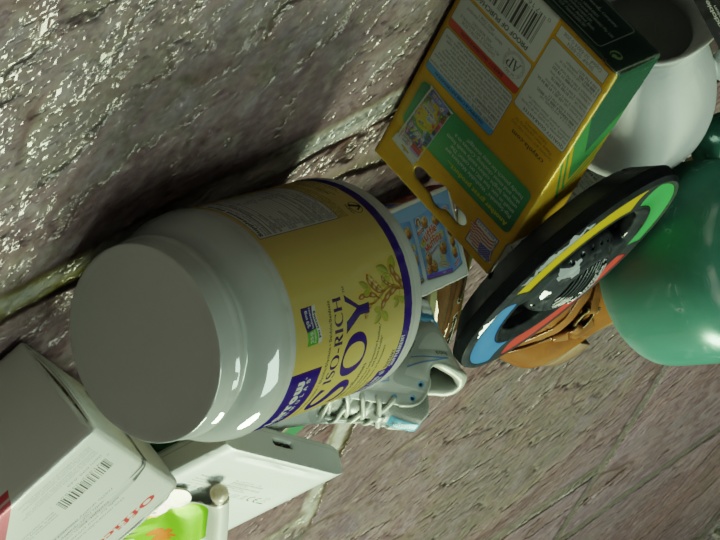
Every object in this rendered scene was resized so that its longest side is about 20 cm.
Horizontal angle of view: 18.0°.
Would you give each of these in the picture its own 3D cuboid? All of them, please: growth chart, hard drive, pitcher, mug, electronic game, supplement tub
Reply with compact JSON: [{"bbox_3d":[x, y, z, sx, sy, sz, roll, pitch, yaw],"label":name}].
[{"bbox_3d":[-0.186,0.201,1.641,0.199,0.018,0.145,-14,154,-2],"label":"growth chart"},{"bbox_3d":[-0.130,0.166,1.647,0.200,0.026,0.132,-28,151,29],"label":"hard drive"},{"bbox_3d":[0.223,-0.148,1.624,0.171,0.122,0.200,-8,158,-3],"label":"pitcher"},{"bbox_3d":[0.266,-0.023,1.694,0.152,0.186,0.114,-12,-177,-39],"label":"mug"},{"bbox_3d":[0.143,-0.002,1.577,0.200,0.042,0.200,-39,166,-11],"label":"electronic game"},{"bbox_3d":[-0.070,0.025,1.425,0.200,0.145,0.146,-18,150,-51],"label":"supplement tub"}]

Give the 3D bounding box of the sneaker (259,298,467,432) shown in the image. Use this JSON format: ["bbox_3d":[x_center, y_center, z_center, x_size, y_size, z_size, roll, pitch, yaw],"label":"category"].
[{"bbox_3d":[0.004,0.086,1.654,0.200,0.087,0.075,-23,155,-40],"label":"sneaker"}]

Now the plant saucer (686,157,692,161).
[{"bbox_3d":[0.226,-0.062,1.920,0.200,0.037,0.200,-41,-179,1],"label":"plant saucer"}]

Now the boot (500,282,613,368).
[{"bbox_3d":[0.177,0.000,1.751,0.200,0.077,0.155,-37,161,14],"label":"boot"}]

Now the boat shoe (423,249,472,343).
[{"bbox_3d":[0.051,0.039,1.812,0.068,0.072,0.200,-31,159,-26],"label":"boat shoe"}]

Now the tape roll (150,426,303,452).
[{"bbox_3d":[-0.082,0.086,1.689,0.200,0.048,0.201,-38,161,-15],"label":"tape roll"}]

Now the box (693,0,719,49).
[{"bbox_3d":[0.279,-0.221,1.517,0.143,0.200,0.036,-35,-167,-22],"label":"box"}]

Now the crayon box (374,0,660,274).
[{"bbox_3d":[0.099,-0.111,1.496,0.052,0.126,0.200,-25,156,-41],"label":"crayon box"}]

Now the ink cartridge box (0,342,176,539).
[{"bbox_3d":[-0.219,0.143,1.485,0.146,0.085,0.200,-41,160,-2],"label":"ink cartridge box"}]

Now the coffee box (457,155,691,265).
[{"bbox_3d":[0.175,-0.084,1.773,0.200,0.080,0.113,-38,163,-11],"label":"coffee box"}]

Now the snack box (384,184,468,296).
[{"bbox_3d":[0.000,0.000,1.630,0.024,0.072,0.200,-3,-164,46],"label":"snack box"}]
